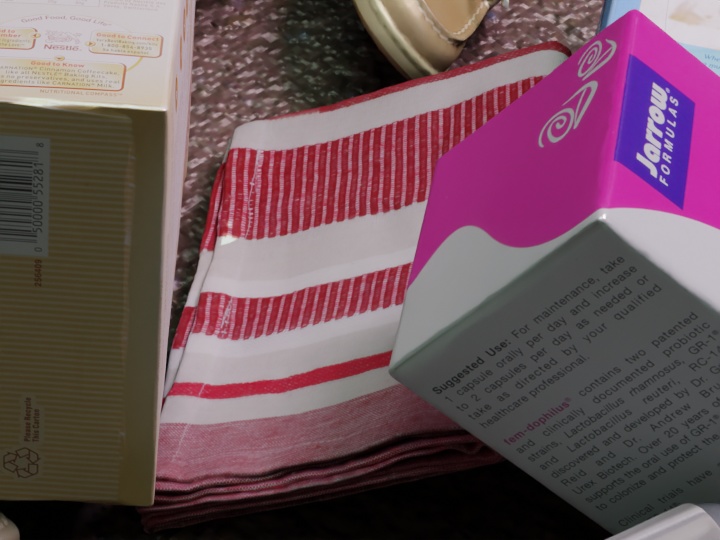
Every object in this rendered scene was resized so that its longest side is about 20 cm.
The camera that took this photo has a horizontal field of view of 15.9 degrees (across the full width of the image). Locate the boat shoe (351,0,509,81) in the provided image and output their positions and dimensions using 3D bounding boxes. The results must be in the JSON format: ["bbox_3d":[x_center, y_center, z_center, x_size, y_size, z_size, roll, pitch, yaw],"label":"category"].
[{"bbox_3d":[0.041,-0.156,1.065,0.062,0.073,0.201,-24,35,30],"label":"boat shoe"}]

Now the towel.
[{"bbox_3d":[0.000,0.000,0.910,0.143,0.023,0.201,-14,40,24],"label":"towel"}]

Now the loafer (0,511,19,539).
[{"bbox_3d":[-0.192,0.117,0.793,0.199,0.069,0.075,-17,29,-42],"label":"loafer"}]

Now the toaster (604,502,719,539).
[{"bbox_3d":[0.084,0.171,0.741,0.128,0.114,0.201,-16,52,-16],"label":"toaster"}]

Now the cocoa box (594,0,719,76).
[{"bbox_3d":[0.173,-0.030,0.924,0.199,0.132,0.134,14,46,4],"label":"cocoa box"}]

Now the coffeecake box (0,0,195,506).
[{"bbox_3d":[-0.096,-0.044,0.874,0.073,0.154,0.200,4,35,-2],"label":"coffeecake box"}]

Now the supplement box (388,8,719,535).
[{"bbox_3d":[0.119,0.029,0.822,0.200,0.103,0.102,35,42,-20],"label":"supplement box"}]
